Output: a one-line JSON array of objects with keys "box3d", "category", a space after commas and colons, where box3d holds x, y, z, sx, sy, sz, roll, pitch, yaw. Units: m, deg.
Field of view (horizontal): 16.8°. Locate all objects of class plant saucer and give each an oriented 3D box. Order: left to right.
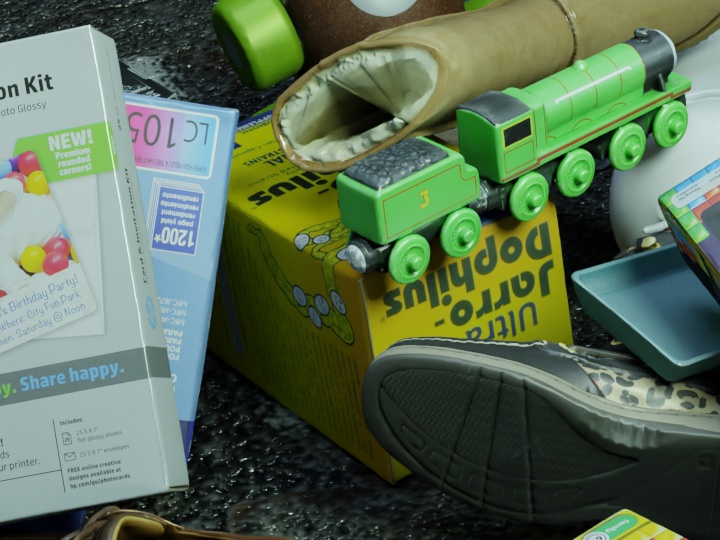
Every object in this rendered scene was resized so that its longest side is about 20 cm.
[{"box3d": [0.183, 0.005, 1.068, 0.200, 0.019, 0.070, -16, 44, -36], "category": "plant saucer"}]

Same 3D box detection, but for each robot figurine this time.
[{"box3d": [0.185, -0.052, 1.200, 0.169, 0.113, 0.200, 14, 32, 7], "category": "robot figurine"}]

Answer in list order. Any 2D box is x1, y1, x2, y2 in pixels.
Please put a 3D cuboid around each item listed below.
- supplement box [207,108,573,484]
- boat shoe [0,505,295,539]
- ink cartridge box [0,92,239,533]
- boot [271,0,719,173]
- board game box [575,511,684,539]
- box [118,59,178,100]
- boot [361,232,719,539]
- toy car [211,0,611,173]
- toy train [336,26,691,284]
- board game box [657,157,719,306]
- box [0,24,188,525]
[{"box3d": [0.000, 0.000, 1.172, 0.109, 0.110, 0.200, -24, 30, -24], "category": "supplement box"}, {"box3d": [-0.098, 0.128, 1.007, 0.199, 0.068, 0.072, 4, 31, 27], "category": "boat shoe"}, {"box3d": [-0.136, 0.016, 1.109, 0.136, 0.201, 0.076, 8, 1, -7], "category": "ink cartridge box"}, {"box3d": [0.079, -0.107, 1.126, 0.175, 0.066, 0.200, -33, -7, 34], "category": "boot"}, {"box3d": [0.081, 0.176, 0.850, 0.200, 0.057, 0.165, -28, 31, -30], "category": "board game box"}, {"box3d": [-0.210, -0.059, 1.288, 0.199, 0.044, 0.160, -23, 26, -20], "category": "box"}, {"box3d": [0.109, 0.042, 1.065, 0.199, 0.073, 0.151, 9, 32, 8], "category": "boot"}, {"box3d": [0.044, -0.091, 1.308, 0.164, 0.158, 0.200, -29, 43, -13], "category": "toy car"}, {"box3d": [0.071, -0.055, 1.073, 0.200, 0.057, 0.042, -28, 35, -31], "category": "toy train"}, {"box3d": [0.246, -0.017, 0.969, 0.200, 0.057, 0.166, -32, 50, 1], "category": "board game box"}, {"box3d": [-0.166, 0.009, 1.040, 0.155, 0.201, 0.041, -10, -6, 8], "category": "box"}]
